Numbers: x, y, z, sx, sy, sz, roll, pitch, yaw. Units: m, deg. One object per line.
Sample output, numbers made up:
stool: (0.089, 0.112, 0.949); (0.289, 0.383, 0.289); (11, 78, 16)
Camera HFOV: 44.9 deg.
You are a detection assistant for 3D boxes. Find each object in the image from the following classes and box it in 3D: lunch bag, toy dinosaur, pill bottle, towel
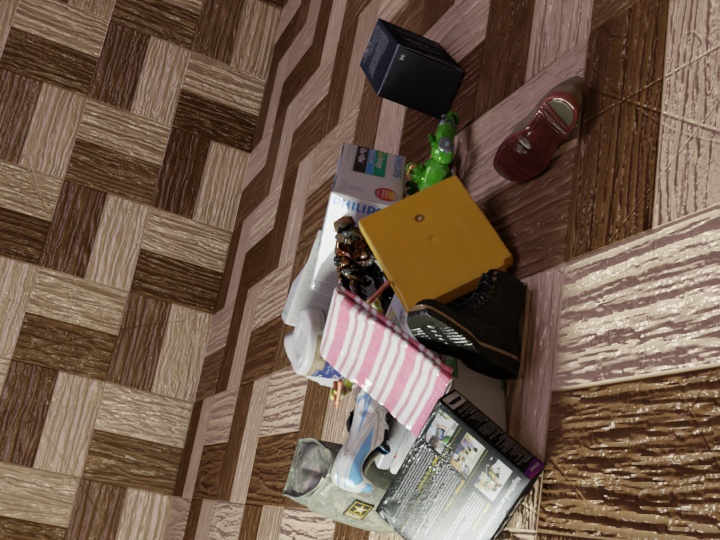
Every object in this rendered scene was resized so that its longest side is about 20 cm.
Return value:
lunch bag: (-0.013, 0.341, 1.381); (0.200, 0.162, 0.120); (-26, 44, 66)
toy dinosaur: (0.000, 0.000, 1.420); (0.101, 0.200, 0.137); (-32, 51, 10)
pill bottle: (-0.010, 0.132, 1.477); (0.111, 0.196, 0.113); (-171, 90, -72)
towel: (0.027, 0.123, 1.152); (0.030, 0.199, 0.148); (-39, -23, -37)

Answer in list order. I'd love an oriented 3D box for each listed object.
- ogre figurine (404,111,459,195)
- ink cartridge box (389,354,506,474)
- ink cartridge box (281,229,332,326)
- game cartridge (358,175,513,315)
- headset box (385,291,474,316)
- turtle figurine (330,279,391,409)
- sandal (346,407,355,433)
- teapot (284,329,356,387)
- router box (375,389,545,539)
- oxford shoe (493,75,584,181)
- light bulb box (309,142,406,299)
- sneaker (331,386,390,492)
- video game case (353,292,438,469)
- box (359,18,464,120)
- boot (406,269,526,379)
ogre figurine: (0.129, -0.169, 1.513); (0.201, 0.097, 0.120); (-52, 7, 15)
ink cartridge box: (0.120, 0.197, 1.243); (0.200, 0.083, 0.147); (131, 148, -51)
ink cartridge box: (-0.054, 0.028, 1.756); (0.203, 0.158, 0.050); (-70, 23, 10)
game cartridge: (0.110, -0.038, 1.298); (0.033, 0.174, 0.202); (71, 173, -51)
headset box: (0.113, 0.038, 1.379); (0.175, 0.091, 0.203); (125, 153, -45)
turtle figurine: (0.007, 0.107, 1.309); (0.161, 0.063, 0.204); (-147, 78, -81)
sandal: (0.009, 0.273, 1.555); (0.199, 0.044, 0.077); (180, 105, -71)
teapot: (-0.043, 0.154, 1.655); (0.195, 0.148, 0.200); (-25, 3, 28)
router box: (0.120, 0.278, 1.102); (0.149, 0.051, 0.202); (39, 119, 24)
oxford shoe: (0.257, -0.196, 1.234); (0.075, 0.070, 0.200); (-54, 4, -33)
light bulb box: (-0.003, -0.086, 1.546); (0.200, 0.122, 0.203); (-81, 4, -58)
sneaker: (0.019, 0.217, 1.242); (0.072, 0.071, 0.203); (80, -153, -67)
video game case: (0.047, 0.159, 1.304); (0.183, 0.022, 0.203); (-114, 41, -60)
box: (0.095, -0.394, 1.696); (0.201, 0.145, 0.106); (-107, 39, -59)
boot: (0.143, 0.044, 1.136); (0.077, 0.199, 0.141); (-6, 61, 42)
